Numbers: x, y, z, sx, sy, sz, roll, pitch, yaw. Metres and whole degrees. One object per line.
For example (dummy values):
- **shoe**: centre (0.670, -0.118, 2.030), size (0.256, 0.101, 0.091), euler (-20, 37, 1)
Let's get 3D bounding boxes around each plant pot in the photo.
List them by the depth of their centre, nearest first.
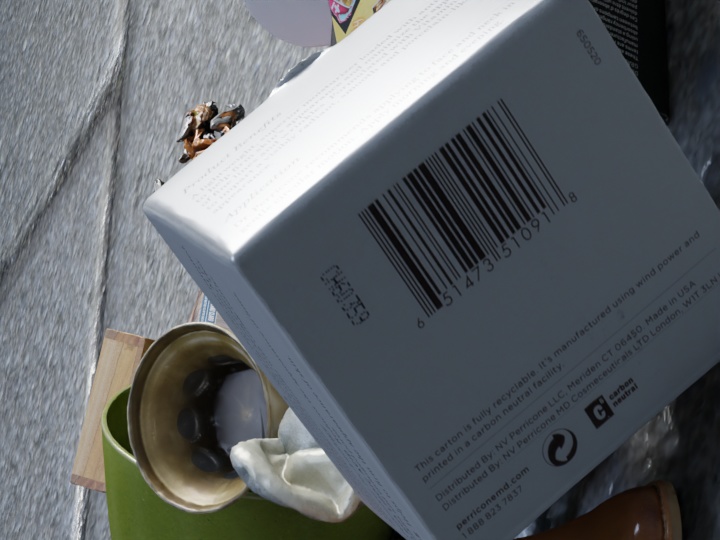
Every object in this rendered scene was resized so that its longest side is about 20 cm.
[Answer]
- **plant pot**: centre (-0.070, 0.186, 1.554), size (0.187, 0.187, 0.201), euler (-124, 37, -65)

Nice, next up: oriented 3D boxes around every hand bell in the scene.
- **hand bell**: centre (-0.029, 0.081, 1.474), size (0.104, 0.200, 0.104), euler (-1, 89, 37)

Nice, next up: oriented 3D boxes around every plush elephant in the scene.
- **plush elephant**: centre (0.023, 0.064, 1.347), size (0.165, 0.154, 0.201), euler (1, -92, -67)

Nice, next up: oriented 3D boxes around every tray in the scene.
- **tray**: centre (-0.103, 0.103, 1.662), size (0.037, 0.200, 0.099), euler (12, 87, 32)

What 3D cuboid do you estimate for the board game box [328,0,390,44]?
- **board game box**: centre (0.033, -0.175, 1.315), size (0.136, 0.035, 0.200), euler (-48, 36, 33)

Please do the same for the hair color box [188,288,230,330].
- **hair color box**: centre (-0.115, 0.111, 1.828), size (0.100, 0.060, 0.200), euler (-87, 16, -62)

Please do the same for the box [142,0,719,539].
- **box**: centre (0.045, -0.006, 1.174), size (0.199, 0.200, 0.131), euler (-39, 24, -9)

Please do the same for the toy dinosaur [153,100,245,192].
- **toy dinosaur**: centre (-0.063, -0.024, 1.678), size (0.102, 0.135, 0.201), euler (107, 154, -75)

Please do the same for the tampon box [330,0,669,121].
- **tampon box**: centre (0.074, -0.151, 1.399), size (0.150, 0.126, 0.200), euler (-35, 43, 47)

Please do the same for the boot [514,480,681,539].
- **boot**: centre (0.051, 0.148, 1.232), size (0.200, 0.155, 0.077), euler (133, 146, -54)

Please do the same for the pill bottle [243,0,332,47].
- **pill bottle**: centre (-0.005, -0.222, 1.618), size (0.111, 0.111, 0.200), euler (-60, 0, 39)
